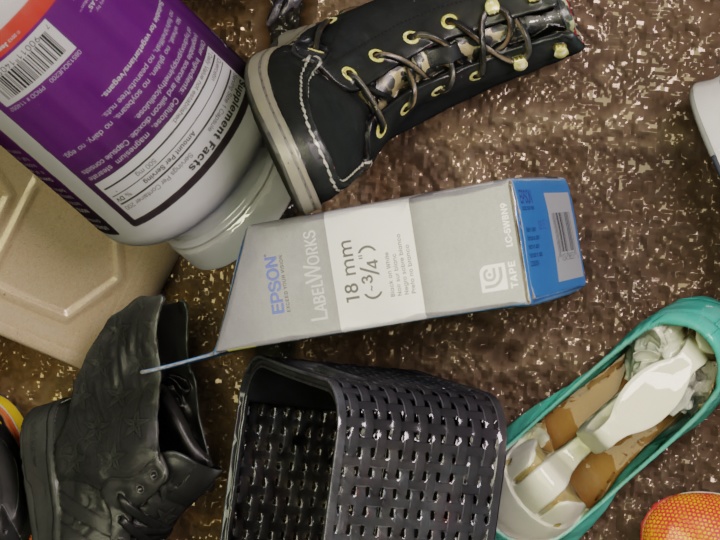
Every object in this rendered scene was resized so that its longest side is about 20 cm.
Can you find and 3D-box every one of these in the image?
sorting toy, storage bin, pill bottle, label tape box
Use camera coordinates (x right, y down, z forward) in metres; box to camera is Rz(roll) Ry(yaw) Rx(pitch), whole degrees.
[{"bbox_3d":[-0.171,-0.060,1.196,0.200,0.036,0.186,24,95,-29],"label":"sorting toy"},{"bbox_3d":[-0.006,0.150,1.142,0.093,0.135,0.201,7,92,-23],"label":"storage bin"},{"bbox_3d":[-0.124,-0.090,1.123,0.112,0.113,0.200,-40,121,12],"label":"pill bottle"},{"bbox_3d":[0.000,0.000,1.148,0.199,0.144,0.064,-10,89,15],"label":"label tape box"}]

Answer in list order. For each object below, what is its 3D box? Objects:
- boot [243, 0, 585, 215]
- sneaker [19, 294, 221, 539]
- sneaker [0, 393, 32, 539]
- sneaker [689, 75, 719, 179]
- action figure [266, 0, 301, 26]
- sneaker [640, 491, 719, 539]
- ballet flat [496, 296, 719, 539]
[{"bbox_3d":[0.029,-0.101,1.119,0.153,0.204,0.074,-19,106,11],"label":"boot"},{"bbox_3d":[-0.118,0.121,1.188,0.104,0.060,0.200,-19,74,24],"label":"sneaker"},{"bbox_3d":[-0.189,0.159,1.232,0.070,0.090,0.200,-31,81,14],"label":"sneaker"},{"bbox_3d":[0.262,-0.027,1.108,0.146,0.077,0.203,-24,82,18],"label":"sneaker"},{"bbox_3d":[-0.069,-0.205,1.147,0.102,0.200,0.119,26,84,44],"label":"action figure"},{"bbox_3d":[0.223,0.176,1.119,0.200,0.077,0.073,36,97,13],"label":"sneaker"},{"bbox_3d":[0.112,0.087,1.155,0.200,0.070,0.067,-45,79,12],"label":"ballet flat"}]
